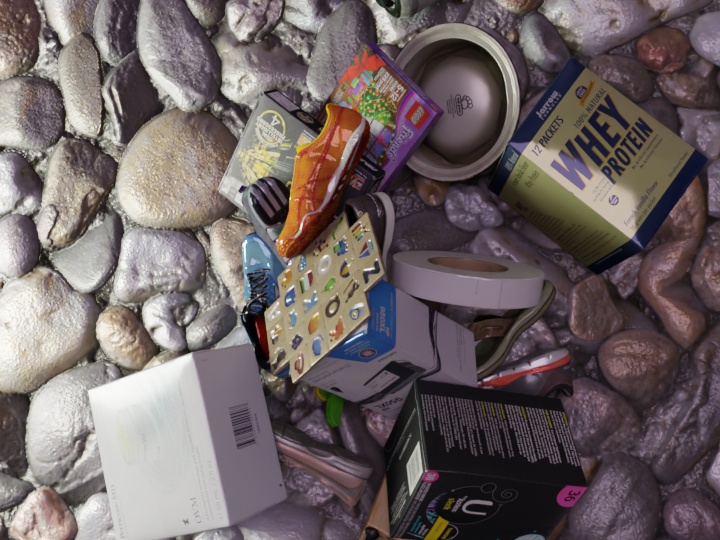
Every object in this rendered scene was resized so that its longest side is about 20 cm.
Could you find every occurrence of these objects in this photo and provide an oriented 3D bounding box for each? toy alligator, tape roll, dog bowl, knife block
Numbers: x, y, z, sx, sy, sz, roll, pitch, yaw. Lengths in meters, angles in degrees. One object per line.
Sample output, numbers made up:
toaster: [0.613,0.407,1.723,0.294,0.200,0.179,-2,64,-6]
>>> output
toy alligator: [-0.039,0.111,0.989,0.053,0.059,0.206,2,68,-38]
tape roll: [0.135,0.009,0.911,0.196,0.203,0.038,7,100,5]
dog bowl: [0.130,-0.225,0.973,0.195,0.073,0.207,5,101,26]
knife block: [0.041,0.315,0.891,0.063,0.176,0.204,24,84,6]

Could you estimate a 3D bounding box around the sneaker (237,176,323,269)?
sneaker: [-0.092,-0.038,0.969,0.074,0.087,0.203,-37,110,-21]

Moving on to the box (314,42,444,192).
box: [0.004,-0.184,0.980,0.137,0.039,0.201,44,118,9]

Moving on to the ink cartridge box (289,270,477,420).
ink cartridge box: [0.031,0.102,0.884,0.143,0.198,0.086,-31,44,37]

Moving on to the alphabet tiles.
alphabet tiles: [-0.048,0.029,0.849,0.199,0.006,0.169,-42,41,25]

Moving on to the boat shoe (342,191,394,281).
boat shoe: [0.000,0.000,0.942,0.059,0.071,0.207,-9,114,-31]

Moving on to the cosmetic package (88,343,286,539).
cosmetic package: [-0.224,0.221,0.914,0.196,0.122,0.205,-20,80,29]

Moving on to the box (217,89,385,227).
box: [-0.084,-0.123,0.988,0.198,0.049,0.163,37,119,8]

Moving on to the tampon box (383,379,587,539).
tampon box: [0.142,0.238,0.864,0.194,0.152,0.128,9,41,-11]

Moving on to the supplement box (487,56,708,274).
supplement box: [0.289,-0.123,0.919,0.198,0.200,0.135,39,85,8]

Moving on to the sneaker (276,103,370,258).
sneaker: [-0.058,-0.111,0.905,0.076,0.073,0.204,26,87,11]

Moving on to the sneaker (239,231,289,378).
sneaker: [-0.125,0.043,0.972,0.076,0.090,0.206,-18,77,16]

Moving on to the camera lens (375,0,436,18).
camera lens: [0.093,-0.466,0.997,0.197,0.160,0.163,-30,81,-1]

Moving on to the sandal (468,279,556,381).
sandal: [0.179,0.077,0.961,0.201,0.080,0.058,-45,100,-12]

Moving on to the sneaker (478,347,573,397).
sneaker: [0.196,0.170,0.952,0.195,0.077,0.084,-20,88,2]

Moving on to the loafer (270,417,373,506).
loafer: [-0.082,0.254,0.964,0.195,0.072,0.064,22,91,3]
